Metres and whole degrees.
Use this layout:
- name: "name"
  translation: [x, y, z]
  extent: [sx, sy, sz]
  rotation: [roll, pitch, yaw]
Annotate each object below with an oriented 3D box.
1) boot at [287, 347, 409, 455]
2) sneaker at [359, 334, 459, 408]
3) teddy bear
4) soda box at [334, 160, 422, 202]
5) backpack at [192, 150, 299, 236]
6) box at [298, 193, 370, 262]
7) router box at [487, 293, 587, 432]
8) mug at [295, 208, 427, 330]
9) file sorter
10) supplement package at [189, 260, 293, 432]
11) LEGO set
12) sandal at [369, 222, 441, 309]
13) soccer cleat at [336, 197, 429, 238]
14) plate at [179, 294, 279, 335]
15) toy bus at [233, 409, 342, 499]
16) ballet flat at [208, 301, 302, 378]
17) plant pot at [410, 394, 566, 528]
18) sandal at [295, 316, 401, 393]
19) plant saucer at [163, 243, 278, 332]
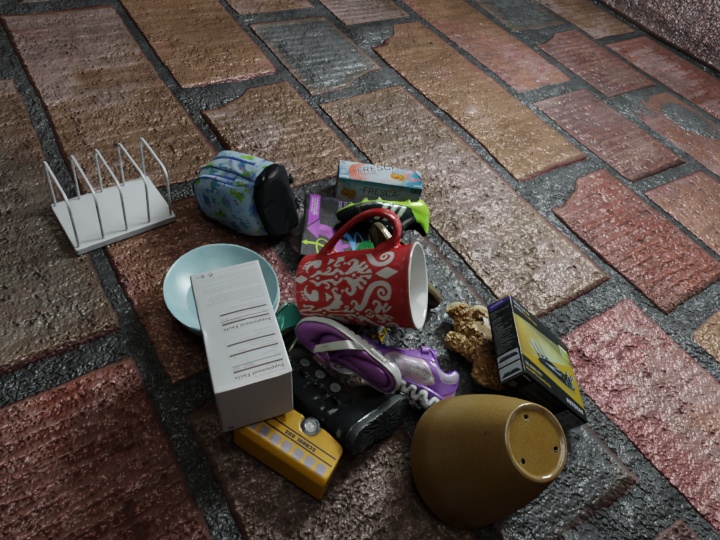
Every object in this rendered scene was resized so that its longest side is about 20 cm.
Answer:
- name: "boot"
  translation: [-0.037, 0.195, 0.926]
  extent: [0.197, 0.068, 0.163]
  rotation: [28, 20, 32]
- name: "sneaker"
  translation: [0.081, 0.157, 0.946]
  extent: [0.197, 0.081, 0.090]
  rotation: [34, 82, 2]
- name: "teddy bear"
  translation: [0.219, 0.136, 1.048]
  extent: [0.142, 0.068, 0.202]
  rotation: [0, 44, -39]
- name: "soda box"
  translation: [0.040, -0.191, 1.295]
  extent: [0.192, 0.070, 0.065]
  rotation: [7, 45, -6]
- name: "backpack"
  translation: [-0.236, -0.156, 1.140]
  extent: [0.153, 0.166, 0.198]
  rotation: [-40, 58, -23]
- name: "box"
  translation: [-0.024, -0.076, 1.173]
  extent: [0.193, 0.036, 0.147]
  rotation: [7, 62, -10]
- name: "router box"
  translation: [0.300, 0.159, 0.978]
  extent: [0.198, 0.052, 0.161]
  rotation: [37, 36, -31]
- name: "mug"
  translation: [0.004, 0.006, 0.935]
  extent: [0.193, 0.133, 0.184]
  rotation: [-3, 73, 20]
- name: "file sorter"
  translation: [-0.475, -0.152, 1.091]
  extent: [0.196, 0.127, 0.139]
  rotation: [-25, 57, -33]
- name: "supplement package"
  translation: [-0.174, 0.107, 0.840]
  extent: [0.106, 0.116, 0.203]
  rotation: [-13, 53, -16]
- name: "LEGO set"
  translation: [0.026, 0.059, 1.054]
  extent: [0.149, 0.117, 0.204]
  rotation: [9, 56, 22]
- name: "sandal"
  translation: [0.090, -0.014, 1.110]
  extent: [0.200, 0.080, 0.054]
  rotation: [47, 62, -2]
- name: "soccer cleat"
  translation: [0.048, -0.100, 1.148]
  extent: [0.193, 0.068, 0.084]
  rotation: [-3, 78, -13]
- name: "plate"
  translation: [-0.243, 0.047, 1.034]
  extent: [0.193, 0.026, 0.205]
  rotation: [7, 47, -8]
- name: "toy bus"
  translation: [-0.120, 0.246, 0.853]
  extent: [0.196, 0.066, 0.079]
  rotation: [29, 49, 12]
- name: "ballet flat"
  translation: [-0.159, 0.129, 0.952]
  extent: [0.070, 0.068, 0.199]
  rotation: [39, 51, 14]
- name: "plant pot"
  translation: [0.189, 0.253, 0.793]
  extent: [0.180, 0.200, 0.193]
  rotation: [7, 66, -17]
- name: "sandal"
  translation: [-0.028, 0.133, 0.893]
  extent: [0.198, 0.085, 0.050]
  rotation: [23, 38, 23]
- name: "plant saucer"
  translation: [-0.241, 0.039, 0.998]
  extent: [0.194, 0.039, 0.205]
  rotation: [8, 47, -8]
